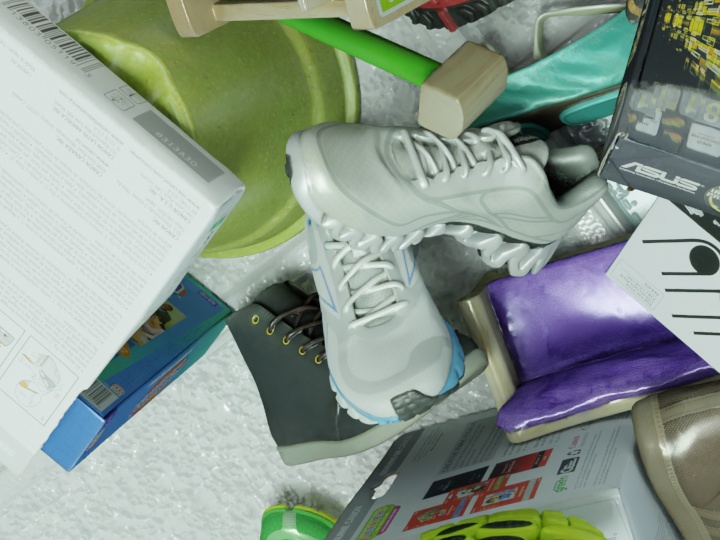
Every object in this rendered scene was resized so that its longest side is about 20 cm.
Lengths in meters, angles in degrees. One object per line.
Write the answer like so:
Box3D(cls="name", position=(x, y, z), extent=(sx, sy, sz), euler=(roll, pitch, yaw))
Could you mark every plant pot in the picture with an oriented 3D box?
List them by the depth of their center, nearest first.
Box3D(cls="plant pot", position=(-0.119, -0.082, 0.874), extent=(0.200, 0.184, 0.201), euler=(4, 106, 15))

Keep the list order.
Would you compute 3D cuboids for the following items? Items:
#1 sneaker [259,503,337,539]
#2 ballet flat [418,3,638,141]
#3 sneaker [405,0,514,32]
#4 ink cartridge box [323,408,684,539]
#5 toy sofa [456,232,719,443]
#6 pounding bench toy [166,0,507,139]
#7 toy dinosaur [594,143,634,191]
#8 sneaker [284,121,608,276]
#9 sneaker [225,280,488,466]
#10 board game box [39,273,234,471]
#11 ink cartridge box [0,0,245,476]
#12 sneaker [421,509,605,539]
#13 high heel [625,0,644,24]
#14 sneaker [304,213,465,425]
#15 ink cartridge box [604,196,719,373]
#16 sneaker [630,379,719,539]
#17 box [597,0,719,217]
Box3D(cls="sneaker", position=(-0.027, 0.247, 0.994), extent=(0.074, 0.084, 0.201), euler=(-5, 103, 18))
Box3D(cls="ballet flat", position=(0.100, -0.106, 0.876), extent=(0.200, 0.067, 0.071), euler=(-21, 74, 20))
Box3D(cls="sneaker", position=(0.086, -0.190, 0.845), extent=(0.200, 0.096, 0.079), euler=(1, 125, 41))
Box3D(cls="ink cartridge box", position=(0.087, 0.142, 0.868), extent=(0.175, 0.200, 0.084), euler=(-16, 99, 20))
Box3D(cls="toy sofa", position=(0.161, 0.023, 0.869), extent=(0.200, 0.098, 0.083), euler=(-17, 100, 21))
Box3D(cls="pounding bench toy", position=(-0.019, -0.165, 0.785), extent=(0.156, 0.124, 0.200), euler=(5, 120, 42))
Box3D(cls="toy dinosaur", position=(0.201, -0.085, 0.837), extent=(0.200, 0.106, 0.061), euler=(-11, 96, 25))
Box3D(cls="sneaker", position=(0.048, -0.051, 0.809), extent=(0.081, 0.200, 0.075), euler=(-36, 59, 41))
Box3D(cls="sneaker", position=(-0.014, 0.049, 0.904), extent=(0.200, 0.075, 0.106), euler=(-26, 94, 52))
Box3D(cls="board game box", position=(-0.177, 0.021, 0.912), extent=(0.152, 0.200, 0.045), euler=(39, 113, 4))
Box3D(cls="ink cartridge box", position=(-0.177, -0.017, 0.789), extent=(0.161, 0.050, 0.200), euler=(40, 116, 3))
Box3D(cls="sneaker", position=(0.039, 0.170, 0.735), extent=(0.200, 0.074, 0.084), euler=(-24, 88, 30))
Box3D(cls="high heel", position=(0.196, -0.230, 0.796), extent=(0.200, 0.071, 0.143), euler=(-33, 101, 6))
Box3D(cls="sneaker", position=(0.000, 0.000, 0.837), extent=(0.075, 0.200, 0.087), euler=(-21, 128, 2))
Box3D(cls="ink cartridge box", position=(0.223, 0.028, 0.746), extent=(0.200, 0.044, 0.094), euler=(42, 138, 14))
Box3D(cls="sneaker", position=(0.215, 0.124, 0.847), extent=(0.075, 0.071, 0.200), euler=(-18, 143, 20))
Box3D(cls="box", position=(0.226, -0.088, 0.721), extent=(0.199, 0.049, 0.162), euler=(19, 68, 2))
